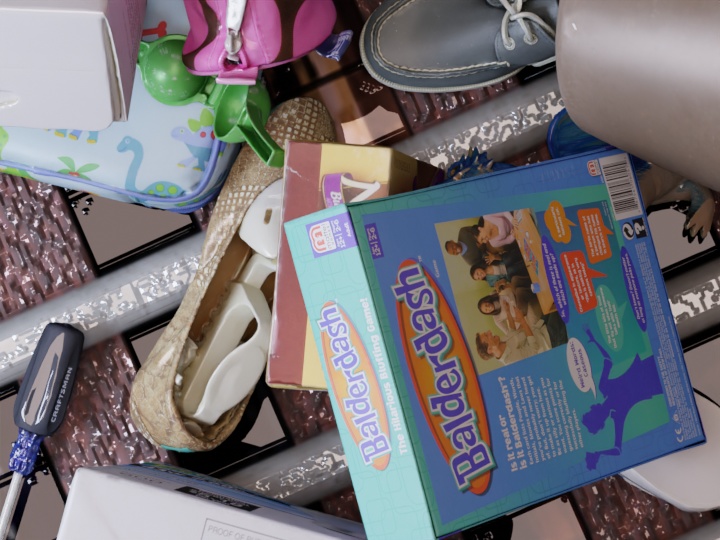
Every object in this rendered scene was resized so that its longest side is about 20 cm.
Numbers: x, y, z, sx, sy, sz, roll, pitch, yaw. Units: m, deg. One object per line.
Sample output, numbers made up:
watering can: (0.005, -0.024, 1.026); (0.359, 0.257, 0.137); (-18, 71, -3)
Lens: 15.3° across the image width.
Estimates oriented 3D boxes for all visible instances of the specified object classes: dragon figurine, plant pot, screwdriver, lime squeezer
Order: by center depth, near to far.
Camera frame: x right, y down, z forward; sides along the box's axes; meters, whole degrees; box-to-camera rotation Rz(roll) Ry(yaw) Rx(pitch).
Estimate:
plant pot: (0.191, -0.106, 1.235); (0.174, 0.200, 0.201); (11, 90, 27)
lime squeezer: (-0.090, -0.091, 1.330); (0.200, 0.071, 0.038); (34, 120, 34)
dragon figurine: (0.131, -0.055, 1.373); (0.200, 0.059, 0.099); (-32, 48, -18)
screwdriver: (-0.187, 0.123, 1.428); (0.028, 0.029, 0.200); (18, 85, 7)

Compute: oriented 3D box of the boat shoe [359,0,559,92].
boat shoe: (0.093, -0.143, 1.390); (0.200, 0.062, 0.073); (-14, 87, 6)

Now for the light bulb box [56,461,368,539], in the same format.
light bulb box: (-0.045, 0.179, 1.329); (0.198, 0.200, 0.125); (15, 89, 6)

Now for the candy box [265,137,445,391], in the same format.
candy box: (0.000, 0.000, 1.327); (0.056, 0.200, 0.117); (5, 89, 10)

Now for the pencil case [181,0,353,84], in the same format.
pencil case: (-0.067, -0.190, 1.261); (0.091, 0.094, 0.200); (-4, 116, 24)

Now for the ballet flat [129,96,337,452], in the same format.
ballet flat: (-0.053, 0.008, 1.396); (0.070, 0.065, 0.200); (19, 98, -35)

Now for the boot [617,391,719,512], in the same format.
boot: (0.103, 0.053, 1.355); (0.200, 0.090, 0.073); (41, 81, -5)

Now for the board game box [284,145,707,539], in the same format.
board game box: (0.066, 0.031, 1.229); (0.045, 0.200, 0.152); (-16, 88, 44)

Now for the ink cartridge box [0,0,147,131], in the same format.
ink cartridge box: (-0.176, -0.173, 1.305); (0.146, 0.083, 0.200); (2, 54, 3)

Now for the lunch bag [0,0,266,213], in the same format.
lunch bag: (-0.148, -0.124, 1.406); (0.200, 0.082, 0.161); (13, 91, 7)
